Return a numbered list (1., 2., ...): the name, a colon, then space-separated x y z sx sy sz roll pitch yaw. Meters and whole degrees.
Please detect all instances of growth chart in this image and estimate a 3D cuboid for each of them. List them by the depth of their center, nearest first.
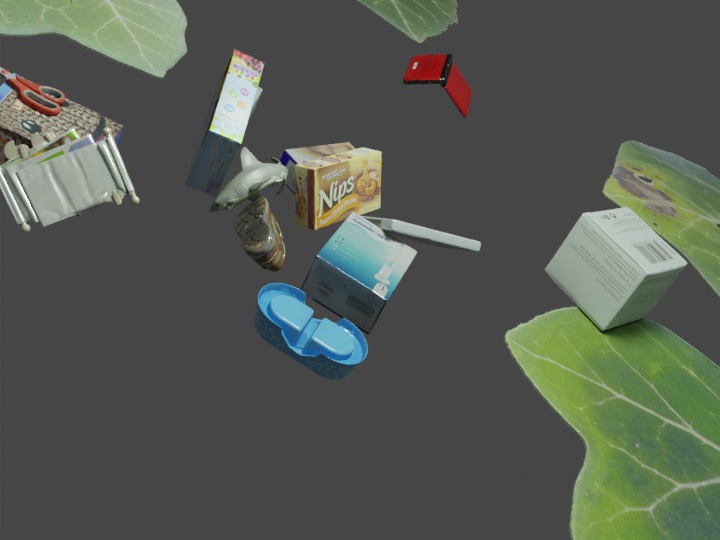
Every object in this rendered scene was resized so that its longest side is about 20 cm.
1. growth chart: -0.452 -0.144 1.446 0.196 0.018 0.148 -18 90 -14

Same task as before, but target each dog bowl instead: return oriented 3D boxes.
1. dog bowl: -0.084 0.101 1.519 0.198 0.050 0.112 31 32 2

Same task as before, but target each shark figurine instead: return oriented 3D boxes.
1. shark figurine: -0.184 -0.184 1.731 0.090 0.127 0.214 57 38 0

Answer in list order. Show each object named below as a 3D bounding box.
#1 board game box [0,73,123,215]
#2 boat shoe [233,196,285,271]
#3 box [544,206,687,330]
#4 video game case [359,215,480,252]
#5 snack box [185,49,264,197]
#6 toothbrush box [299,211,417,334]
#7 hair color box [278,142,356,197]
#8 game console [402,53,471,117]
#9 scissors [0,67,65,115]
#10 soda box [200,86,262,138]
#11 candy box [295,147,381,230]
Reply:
1. board game box: -0.510 -0.205 1.538 0.197 0.098 0.161 24 33 -11
2. boat shoe: -0.172 -0.060 1.657 0.072 0.075 0.201 53 11 -30
3. box: 0.555 -0.008 2.070 0.197 0.173 0.200 -10 49 -45
4. video game case: 0.106 -0.072 1.836 0.196 0.024 0.181 13 0 -26
5. snack box: -0.245 -0.264 1.716 0.067 0.169 0.203 21 55 -14
6. toothbrush box: 0.000 0.000 1.688 0.145 0.086 0.201 31 33 2
7. hair color box: -0.065 -0.197 1.923 0.109 0.065 0.198 45 34 23
8. game console: 0.213 -0.506 2.607 0.168 0.121 0.201 0 30 12
9. scissors: -0.565 -0.309 1.526 0.197 0.014 0.074 29 34 -7
10. soda box: -0.259 -0.320 1.929 0.067 0.064 0.201 25 33 -7
11. candy box: -0.040 -0.159 1.821 0.055 0.118 0.198 16 25 38
